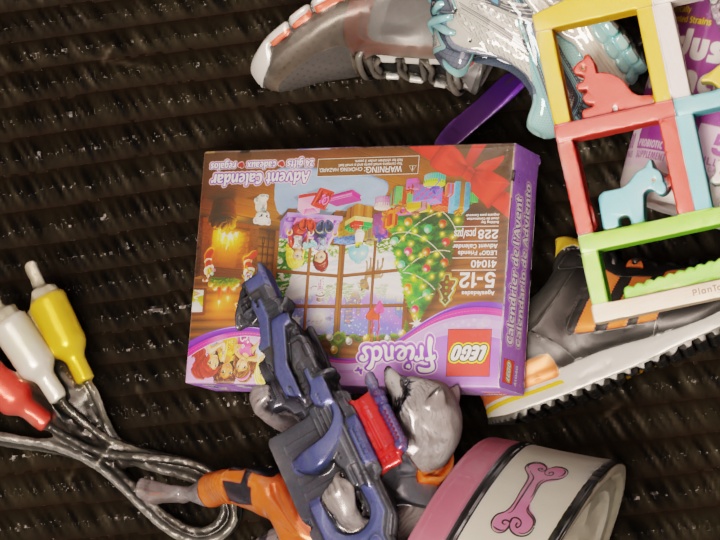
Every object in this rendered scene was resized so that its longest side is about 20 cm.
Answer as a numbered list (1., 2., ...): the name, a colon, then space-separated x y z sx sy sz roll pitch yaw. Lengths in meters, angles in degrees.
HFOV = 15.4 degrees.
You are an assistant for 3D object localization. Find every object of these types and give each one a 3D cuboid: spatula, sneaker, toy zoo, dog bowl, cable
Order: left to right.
1. cable: -0.161 0.094 1.534 0.097 0.050 0.200 -43 77 -1
2. sneaker: 0.036 -0.134 1.531 0.200 0.077 0.082 -22 84 5
3. sneaker: 0.062 -0.156 1.466 0.086 0.078 0.200 -45 85 5
4. dog bowl: 0.064 0.176 1.408 0.074 0.200 0.200 25 85 15
5. spatula: 0.129 -0.120 1.531 0.200 0.057 0.021 -25 103 -3
6. sneaker: 0.148 0.013 1.488 0.200 0.070 0.090 -24 81 7
7. toy zoo: 0.168 -0.082 1.409 0.131 0.020 0.201 -13 84 10

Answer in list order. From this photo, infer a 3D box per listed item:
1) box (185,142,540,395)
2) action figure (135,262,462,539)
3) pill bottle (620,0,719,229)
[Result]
1. box: 0.000 0.000 1.501 0.200 0.039 0.137 -1 80 27
2. action figure: -0.027 0.103 1.460 0.193 0.105 0.200 -31 58 23
3. pill bottle: 0.220 -0.123 1.470 0.112 0.112 0.201 15 88 11
